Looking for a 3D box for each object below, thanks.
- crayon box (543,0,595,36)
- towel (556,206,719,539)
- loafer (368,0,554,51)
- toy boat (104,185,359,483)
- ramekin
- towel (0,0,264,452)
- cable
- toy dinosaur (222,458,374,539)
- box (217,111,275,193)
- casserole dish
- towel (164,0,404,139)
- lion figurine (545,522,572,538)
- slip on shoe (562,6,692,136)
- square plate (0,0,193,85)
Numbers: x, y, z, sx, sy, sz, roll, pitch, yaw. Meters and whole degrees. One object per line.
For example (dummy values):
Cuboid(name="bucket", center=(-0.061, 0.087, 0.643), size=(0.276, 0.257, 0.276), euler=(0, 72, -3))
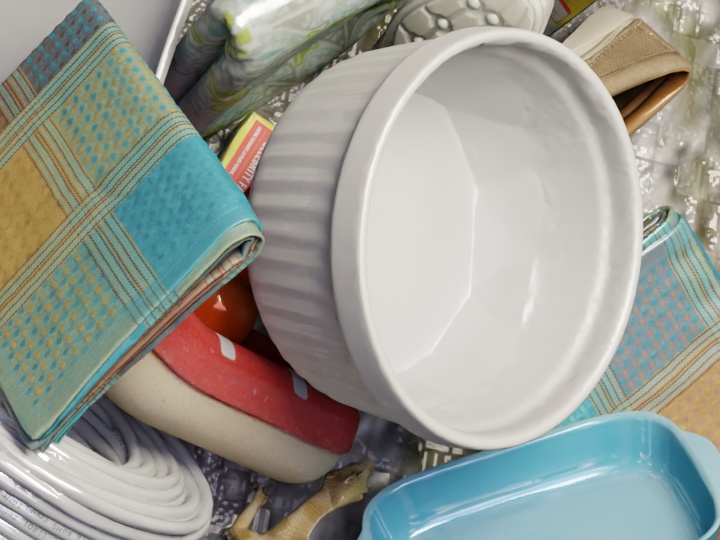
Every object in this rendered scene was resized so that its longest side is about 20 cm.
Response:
Cuboid(name="crayon box", center=(0.107, -0.207, 1.203), size=(0.051, 0.200, 0.127), euler=(-37, 93, -17))
Cuboid(name="towel", center=(0.171, 0.084, 1.236), size=(0.147, 0.022, 0.201), euler=(-40, 110, -16))
Cuboid(name="loafer", center=(0.047, -0.122, 1.175), size=(0.070, 0.200, 0.070), euler=(41, 61, -10))
Cuboid(name="toy boat", center=(-0.073, 0.015, 1.123), size=(0.200, 0.130, 0.131), euler=(29, 92, -43))
Cuboid(name="ramekin", center=(0.036, -0.017, 1.082), size=(0.199, 0.105, 0.202), euler=(-5, 98, -43))
Cuboid(name="towel", center=(-0.136, -0.027, 1.045), size=(0.147, 0.200, 0.022), euler=(-43, 137, 7))
Cuboid(name="cable", center=(-0.167, 0.085, 1.087), size=(0.199, 0.200, 0.069), euler=(34, 98, -11))
Cuboid(name="toy dinosaur", center=(-0.058, 0.179, 1.145), size=(0.058, 0.101, 0.201), euler=(38, 63, -42))
Cuboid(name="box", center=(0.000, 0.000, 1.221), size=(0.199, 0.050, 0.076), euler=(35, 75, -8))
Cuboid(name="casserole dish", center=(0.094, 0.137, 1.141), size=(0.199, 0.121, 0.039), euler=(-17, 125, -5))
Cuboid(name="towel", center=(-0.021, -0.137, 1.153), size=(0.171, 0.200, 0.048), euler=(-36, 91, -20))
Cuboid(name="lion figurine", center=(0.168, 0.182, 1.157), size=(0.199, 0.123, 0.073), euler=(-15, 127, -10))
Cuboid(name="slip on shoe", center=(0.109, -0.074, 1.228), size=(0.060, 0.076, 0.200), euler=(32, 49, 22))
Cuboid(name="square plate", center=(-0.156, -0.129, 1.146), size=(0.028, 0.199, 0.199), euler=(34, 70, -48))
